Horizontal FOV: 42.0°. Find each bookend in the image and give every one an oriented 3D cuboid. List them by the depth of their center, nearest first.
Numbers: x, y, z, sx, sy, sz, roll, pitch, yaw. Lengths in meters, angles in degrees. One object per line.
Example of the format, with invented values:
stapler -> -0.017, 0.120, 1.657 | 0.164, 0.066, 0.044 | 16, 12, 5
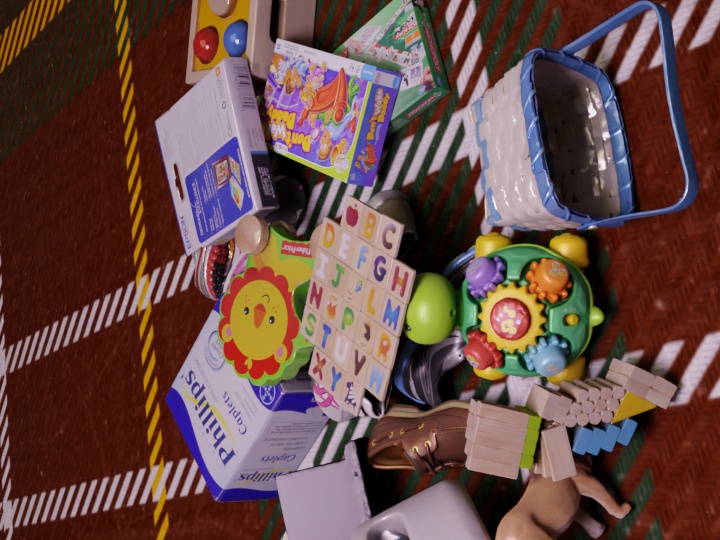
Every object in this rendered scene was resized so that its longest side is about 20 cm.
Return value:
bookend -> -0.068, 0.310, 1.044 | 0.197, 0.092, 0.202 | -16, 80, 7

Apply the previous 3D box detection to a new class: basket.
basket -> 0.201, -0.124, 0.840 | 0.199, 0.137, 0.180 | -17, 75, 54

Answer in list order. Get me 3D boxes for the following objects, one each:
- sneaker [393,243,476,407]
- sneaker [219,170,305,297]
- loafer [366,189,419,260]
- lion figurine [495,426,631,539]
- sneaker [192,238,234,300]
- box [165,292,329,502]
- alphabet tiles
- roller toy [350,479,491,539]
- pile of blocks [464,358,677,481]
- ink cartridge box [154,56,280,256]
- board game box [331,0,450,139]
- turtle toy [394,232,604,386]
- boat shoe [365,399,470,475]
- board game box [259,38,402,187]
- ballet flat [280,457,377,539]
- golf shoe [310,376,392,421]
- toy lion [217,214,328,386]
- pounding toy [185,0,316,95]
sneaker -> 0.107, 0.056, 0.992 | 0.082, 0.071, 0.202 | 31, 108, 20
sneaker -> -0.136, -0.041, 1.262 | 0.086, 0.080, 0.202 | 42, 109, 54
loafer -> 0.000, 0.000, 1.096 | 0.201, 0.074, 0.070 | -57, 46, 27
lion figurine -> 0.166, 0.216, 0.840 | 0.122, 0.200, 0.073 | 41, 129, 3
sneaker -> -0.208, -0.059, 1.326 | 0.081, 0.077, 0.204 | 5, 90, 48
box -> -0.143, 0.164, 1.216 | 0.185, 0.104, 0.201 | 53, 123, 36
alphabet tiles -> -0.008, 0.034, 0.949 | 0.166, 0.006, 0.203 | 34, 116, 51
roller toy -> 0.074, 0.308, 0.889 | 0.138, 0.200, 0.184 | -27, 77, 1
pile of blocks -> 0.181, 0.135, 0.840 | 0.062, 0.197, 0.084 | -153, 50, -82
ink cartridge box -> -0.190, -0.142, 1.224 | 0.199, 0.046, 0.201 | -25, 77, 52
board game box -> 0.015, -0.226, 1.134 | 0.199, 0.029, 0.137 | -31, 64, 42
turtle toy -> 0.131, 0.039, 0.891 | 0.197, 0.101, 0.149 | 2, 96, 24
boat shoe -> 0.081, 0.184, 0.980 | 0.199, 0.072, 0.068 | -12, 33, 50
board game box -> -0.045, -0.196, 1.143 | 0.199, 0.044, 0.137 | 27, 107, 45
ballet flat -> -0.047, 0.298, 1.127 | 0.072, 0.071, 0.202 | 50, 121, 37
golf shoe -> -0.008, 0.134, 1.052 | 0.201, 0.072, 0.093 | 104, 146, -58
toy lion -> -0.087, 0.039, 1.081 | 0.198, 0.068, 0.195 | 7, 89, 40
pounding toy -> -0.170, -0.351, 1.263 | 0.182, 0.141, 0.204 | 5, 90, 47
